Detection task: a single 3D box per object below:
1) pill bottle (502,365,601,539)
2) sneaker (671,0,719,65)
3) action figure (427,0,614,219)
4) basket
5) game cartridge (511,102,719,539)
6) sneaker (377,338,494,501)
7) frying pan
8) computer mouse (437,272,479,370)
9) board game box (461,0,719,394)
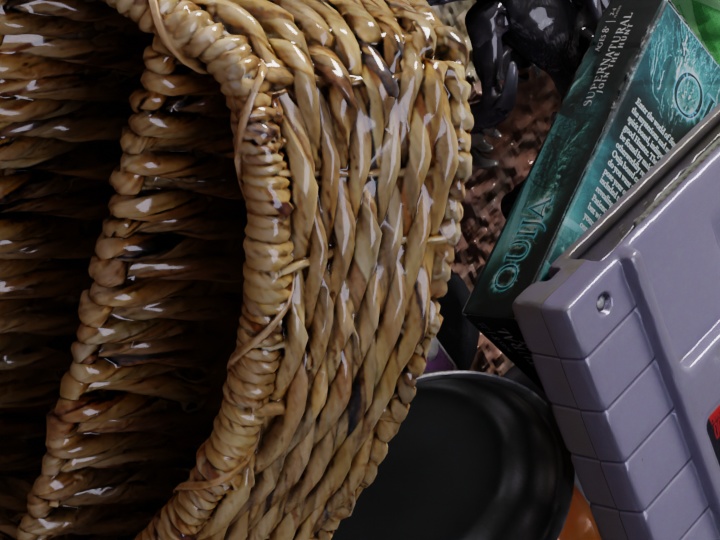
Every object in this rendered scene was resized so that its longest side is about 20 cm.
[{"bbox_3d":[0.124,0.059,0.951,0.200,0.106,0.107,-35,123,-32],"label":"pill bottle"},{"bbox_3d":[0.129,-0.131,0.933,0.083,0.074,0.201,15,82,-46],"label":"sneaker"},{"bbox_3d":[0.066,-0.067,0.871,0.118,0.102,0.201,-23,109,-30],"label":"action figure"},{"bbox_3d":[-0.074,0.000,0.639,0.148,0.143,0.201,-1,126,-34],"label":"basket"},{"bbox_3d":[0.141,0.010,0.822,0.200,0.038,0.130,-42,117,-34],"label":"game cartridge"},{"bbox_3d":[0.000,0.000,0.801,0.200,0.073,0.115,30,97,-28],"label":"sneaker"},{"bbox_3d":[0.009,0.112,0.796,0.114,0.031,0.191,2,120,-25],"label":"frying pan"},{"bbox_3d":[-0.026,0.051,0.861,0.199,0.034,0.059,-28,120,-34],"label":"computer mouse"},{"bbox_3d":[0.126,0.012,0.850,0.200,0.028,0.136,44,64,-38],"label":"board game box"}]
